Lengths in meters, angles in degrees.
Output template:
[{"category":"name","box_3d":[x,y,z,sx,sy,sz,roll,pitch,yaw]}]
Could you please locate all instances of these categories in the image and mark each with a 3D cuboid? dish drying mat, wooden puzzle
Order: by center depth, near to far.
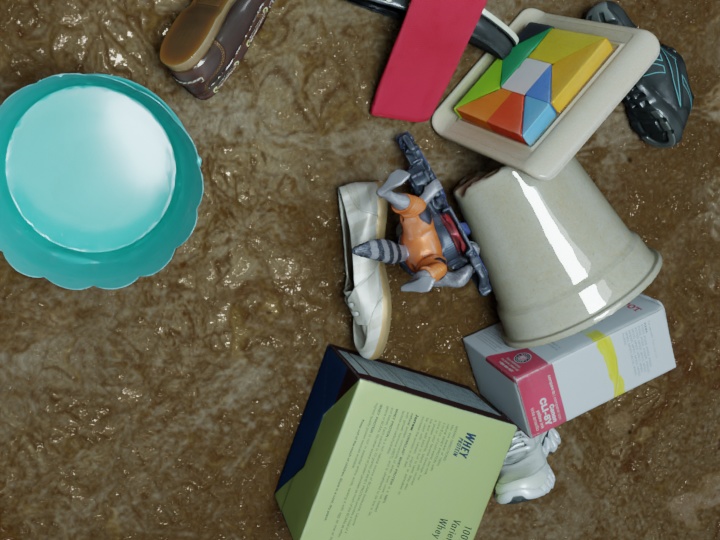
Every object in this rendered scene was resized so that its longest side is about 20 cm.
[{"category":"dish drying mat","box_3d":[0.073,-0.237,0.864,0.076,0.018,0.201,7,139,-16]},{"category":"wooden puzzle","box_3d":[0.183,-0.198,0.877,0.185,0.200,0.037,-49,129,-2]}]

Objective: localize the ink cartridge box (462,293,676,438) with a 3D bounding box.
[{"category":"ink cartridge box","box_3d":[0.245,0.097,0.987,0.198,0.145,0.084,-23,109,-10]}]

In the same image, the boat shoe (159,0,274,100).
[{"category":"boat shoe","box_3d":[-0.126,-0.267,0.839,0.201,0.070,0.070,-56,148,-8]}]

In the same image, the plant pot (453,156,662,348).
[{"category":"plant pot","box_3d":[0.203,-0.045,0.934,0.199,0.200,0.184,-33,98,-7]}]

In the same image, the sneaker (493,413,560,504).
[{"category":"sneaker","box_3d":[0.188,0.208,0.984,0.074,0.200,0.082,-17,99,19]}]

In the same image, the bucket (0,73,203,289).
[{"category":"bucket","box_3d":[-0.258,-0.091,0.798,0.205,0.135,0.210,-4,104,-17]}]

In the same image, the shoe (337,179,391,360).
[{"category":"shoe","box_3d":[0.000,0.000,0.934,0.053,0.070,0.202,-1,94,-18]}]

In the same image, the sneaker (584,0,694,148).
[{"category":"sneaker","box_3d":[0.332,-0.242,0.987,0.079,0.075,0.200,-49,118,-16]}]

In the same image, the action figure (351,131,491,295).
[{"category":"action figure","box_3d":[0.053,-0.049,0.887,0.104,0.193,0.201,-29,77,11]}]

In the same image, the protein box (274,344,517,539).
[{"category":"protein box","box_3d":[0.035,0.220,0.956,0.198,0.135,0.200,19,96,-19]}]

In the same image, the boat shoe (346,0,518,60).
[{"category":"boat shoe","box_3d":[0.075,-0.273,0.892,0.200,0.074,0.064,23,94,-14]}]
